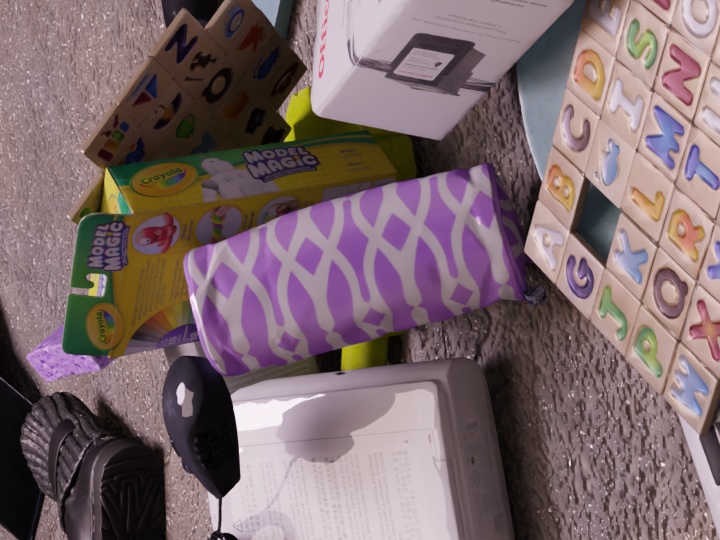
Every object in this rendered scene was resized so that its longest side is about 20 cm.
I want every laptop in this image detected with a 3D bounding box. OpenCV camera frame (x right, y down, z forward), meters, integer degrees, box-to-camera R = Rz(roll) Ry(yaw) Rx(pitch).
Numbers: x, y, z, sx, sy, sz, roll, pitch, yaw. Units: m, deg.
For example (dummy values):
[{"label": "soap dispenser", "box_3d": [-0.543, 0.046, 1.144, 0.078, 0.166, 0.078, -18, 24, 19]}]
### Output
[{"label": "laptop", "box_3d": [-0.356, 0.132, 2.043, 0.201, 0.115, 0.188, -86, 12, -48]}]

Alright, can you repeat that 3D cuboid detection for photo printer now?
[{"label": "photo printer", "box_3d": [-0.006, 0.145, 1.254, 0.198, 0.069, 0.168, -9, 92, 34]}]

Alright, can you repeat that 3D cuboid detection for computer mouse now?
[{"label": "computer mouse", "box_3d": [-0.094, 0.132, 1.212, 0.059, 0.034, 0.201, 41, 145, 43]}]

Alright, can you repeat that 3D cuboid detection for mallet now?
[{"label": "mallet", "box_3d": [-0.101, -0.215, 1.413, 0.200, 0.041, 0.067, 153, 114, -69]}]

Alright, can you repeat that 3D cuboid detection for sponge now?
[{"label": "sponge", "box_3d": [-0.136, 0.004, 1.413, 0.030, 0.200, 0.111, 53, 152, -10]}]

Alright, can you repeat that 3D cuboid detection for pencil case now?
[{"label": "pencil case", "box_3d": [0.000, 0.000, 1.149, 0.085, 0.198, 0.085, 33, -136, -79]}]

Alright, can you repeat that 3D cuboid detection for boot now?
[{"label": "boot", "box_3d": [-0.236, 0.223, 1.767, 0.157, 0.079, 0.213, 19, 103, 51]}]

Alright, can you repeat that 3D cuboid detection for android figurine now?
[{"label": "android figurine", "box_3d": [-0.006, -0.038, 1.316, 0.182, 0.041, 0.202, 35, 128, 54]}]

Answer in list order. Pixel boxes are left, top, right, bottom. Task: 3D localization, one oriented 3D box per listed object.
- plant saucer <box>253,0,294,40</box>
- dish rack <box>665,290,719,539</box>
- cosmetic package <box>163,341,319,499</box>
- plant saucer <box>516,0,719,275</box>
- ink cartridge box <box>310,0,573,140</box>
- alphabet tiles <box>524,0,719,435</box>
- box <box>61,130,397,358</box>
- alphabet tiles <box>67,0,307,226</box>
[{"label": "plant saucer", "box_3d": [-0.073, -0.169, 1.429, 0.070, 0.019, 0.201, 55, 143, 40]}, {"label": "dish rack", "box_3d": [0.225, 0.072, 0.917, 0.200, 0.043, 0.173, -43, 59, 57]}, {"label": "cosmetic package", "box_3d": [-0.066, 0.111, 1.379, 0.107, 0.089, 0.202, 3, 112, 71]}, {"label": "plant saucer", "box_3d": [0.147, -0.100, 1.019, 0.201, 0.038, 0.203, 27, 122, 57]}, {"label": "ink cartridge box", "box_3d": [0.043, -0.174, 1.082, 0.200, 0.083, 0.147, 136, 141, -66]}, {"label": "alphabet tiles", "box_3d": [0.144, -0.049, 0.986, 0.167, 0.007, 0.202, 50, 138, 46]}, {"label": "box", "box_3d": [-0.084, -0.014, 1.215, 0.048, 0.198, 0.118, 54, 143, 38]}, {"label": "alphabet tiles", "box_3d": [-0.101, -0.080, 1.232, 0.006, 0.200, 0.167, 34, 86, 22]}]
